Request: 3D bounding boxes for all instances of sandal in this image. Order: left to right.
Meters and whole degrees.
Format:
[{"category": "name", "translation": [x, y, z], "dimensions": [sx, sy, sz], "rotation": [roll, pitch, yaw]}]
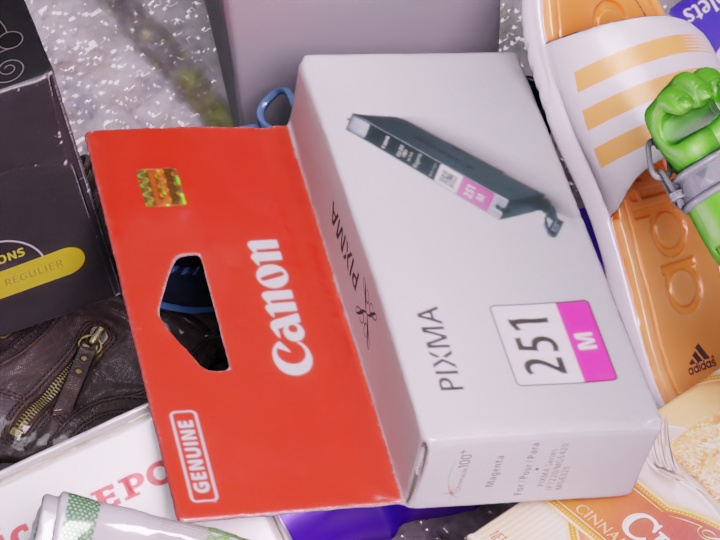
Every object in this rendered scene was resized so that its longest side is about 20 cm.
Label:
[{"category": "sandal", "translation": [0.127, -0.039, 1.105], "dimensions": [0.079, 0.059, 0.207], "rotation": [-20, 94, -42]}]

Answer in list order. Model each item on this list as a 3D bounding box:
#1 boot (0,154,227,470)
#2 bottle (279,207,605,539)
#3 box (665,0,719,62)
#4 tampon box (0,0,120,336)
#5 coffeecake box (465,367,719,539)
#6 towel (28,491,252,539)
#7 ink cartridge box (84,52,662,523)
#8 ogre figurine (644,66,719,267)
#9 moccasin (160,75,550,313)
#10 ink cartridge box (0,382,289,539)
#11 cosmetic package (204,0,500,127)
[{"category": "boot", "translation": [-0.138, 0.027, 1.170], "dimensions": [0.199, 0.069, 0.175], "rotation": [16, 61, 4]}, {"category": "bottle", "translation": [0.035, 0.055, 1.144], "dimensions": [0.200, 0.065, 0.084], "rotation": [-31, 73, -12]}, {"category": "box", "translation": [0.251, -0.057, 1.170], "dimensions": [0.184, 0.105, 0.200], "rotation": [-31, 69, -12]}, {"category": "tampon box", "translation": [-0.203, -0.070, 1.140], "dimensions": [0.149, 0.127, 0.200], "rotation": [-19, 45, -7]}, {"category": "coffeecake box", "translation": [0.159, 0.119, 1.047], "dimensions": [0.200, 0.073, 0.153], "rotation": [-30, 55, -30]}, {"category": "towel", "translation": [-0.036, 0.172, 0.978], "dimensions": [0.199, 0.031, 0.150], "rotation": [17, 101, -3]}, {"category": "ink cartridge box", "translation": [0.000, 0.000, 1.051], "dimensions": [0.173, 0.044, 0.200], "rotation": [-2, 48, -18]}, {"category": "ogre figurine", "translation": [0.200, -0.008, 1.034], "dimensions": [0.200, 0.098, 0.120], "rotation": [16, 63, -40]}, {"category": "moccasin", "translation": [-0.010, -0.046, 1.164], "dimensions": [0.200, 0.068, 0.081], "rotation": [-24, 73, -27]}, {"category": "ink cartridge box", "translation": [-0.079, 0.161, 1.051], "dimensions": [0.146, 0.083, 0.201], "rotation": [-24, 86, -6]}, {"category": "cosmetic package", "translation": [-0.020, -0.187, 1.183], "dimensions": [0.122, 0.200, 0.201], "rotation": [-12, 66, -4]}]
